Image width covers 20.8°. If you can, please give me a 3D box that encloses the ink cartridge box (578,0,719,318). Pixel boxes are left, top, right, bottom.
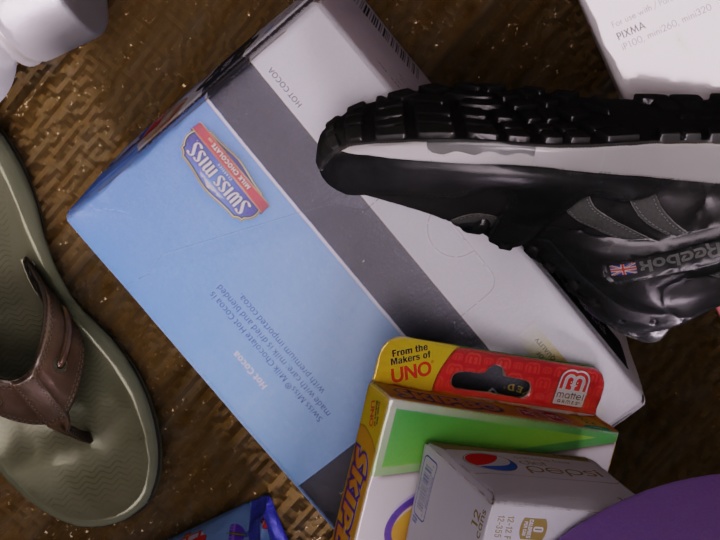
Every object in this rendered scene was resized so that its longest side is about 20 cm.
[{"bbox_3d":[0.133,-0.083,0.774,0.067,0.117,0.201,-24,101,9],"label":"ink cartridge box"}]

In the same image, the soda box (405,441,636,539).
[{"bbox_3d":[0.044,0.166,0.689,0.068,0.064,0.201,7,103,-21],"label":"soda box"}]

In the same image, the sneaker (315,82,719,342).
[{"bbox_3d":[0.082,-0.015,0.693,0.198,0.076,0.088,3,109,-1],"label":"sneaker"}]

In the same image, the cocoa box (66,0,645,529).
[{"bbox_3d":[0.000,0.000,0.795,0.131,0.133,0.200,-39,99,11],"label":"cocoa box"}]

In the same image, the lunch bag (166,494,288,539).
[{"bbox_3d":[-0.096,0.195,0.817,0.150,0.200,0.094,-27,100,11],"label":"lunch bag"}]

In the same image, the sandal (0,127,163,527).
[{"bbox_3d":[-0.156,0.027,0.854,0.079,0.057,0.202,-25,100,10],"label":"sandal"}]

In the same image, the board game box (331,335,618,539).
[{"bbox_3d":[0.030,0.128,0.723,0.095,0.030,0.201,9,98,-23],"label":"board game box"}]

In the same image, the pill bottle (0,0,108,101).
[{"bbox_3d":[-0.212,-0.101,0.799,0.199,0.114,0.114,-22,101,9],"label":"pill bottle"}]

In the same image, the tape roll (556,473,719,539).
[{"bbox_3d":[0.126,0.171,0.639,0.199,0.066,0.202,-3,102,-13],"label":"tape roll"}]
